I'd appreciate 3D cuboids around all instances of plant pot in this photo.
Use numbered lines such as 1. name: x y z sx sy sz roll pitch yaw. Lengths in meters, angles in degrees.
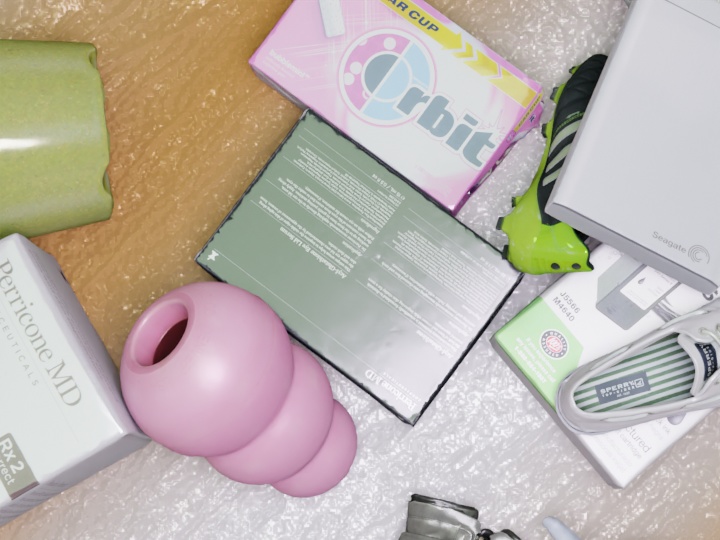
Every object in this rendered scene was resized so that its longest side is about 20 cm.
1. plant pot: -0.276 -0.092 1.556 0.183 0.200 0.201 -6 84 -10

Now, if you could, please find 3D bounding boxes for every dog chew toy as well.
1. dog chew toy: -0.077 0.095 1.531 0.125 0.124 0.200 -51 127 -3

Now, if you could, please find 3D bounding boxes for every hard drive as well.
1. hard drive: 0.225 -0.099 1.513 0.132 0.027 0.201 26 69 -5

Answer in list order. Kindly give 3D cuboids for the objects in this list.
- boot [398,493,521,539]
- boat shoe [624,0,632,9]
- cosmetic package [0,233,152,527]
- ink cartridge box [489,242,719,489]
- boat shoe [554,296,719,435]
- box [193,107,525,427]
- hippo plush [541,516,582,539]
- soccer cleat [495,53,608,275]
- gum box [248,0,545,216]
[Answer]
1. boot: 0.022 0.221 1.567 0.199 0.068 0.131 21 80 -3
2. boat shoe: 0.228 -0.163 1.596 0.071 0.070 0.202 -20 80 12
3. cosmetic package: -0.278 0.097 1.534 0.199 0.165 0.165 -30 85 -1
4. ink cartridge box: 0.215 0.040 1.561 0.200 0.084 0.146 -40 85 -2
5. boat shoe: 0.232 0.067 1.481 0.199 0.067 0.074 -26 85 -1
6. box: 0.000 0.000 1.578 0.200 0.079 0.141 37 84 5
7. hippo plush: 0.222 0.285 1.498 0.199 0.159 0.162 13 96 -15
8. soccer cleat: 0.164 -0.074 1.554 0.081 0.068 0.200 8 54 23
9. gum box: 0.031 -0.137 1.595 0.200 0.066 0.114 36 88 5
